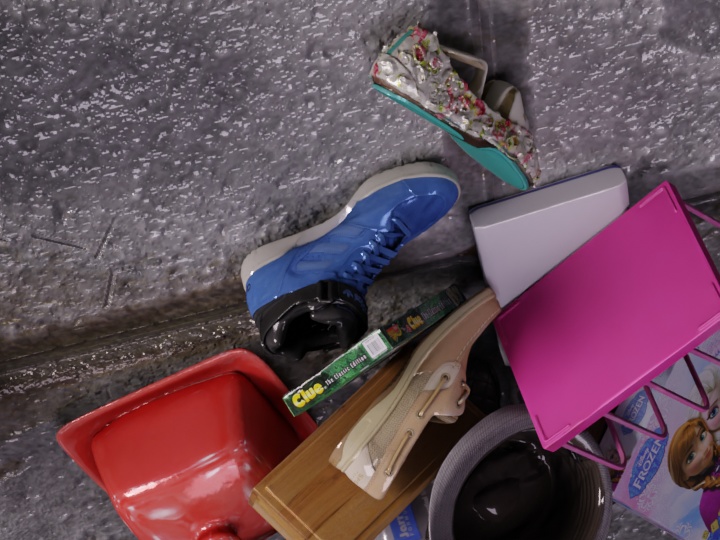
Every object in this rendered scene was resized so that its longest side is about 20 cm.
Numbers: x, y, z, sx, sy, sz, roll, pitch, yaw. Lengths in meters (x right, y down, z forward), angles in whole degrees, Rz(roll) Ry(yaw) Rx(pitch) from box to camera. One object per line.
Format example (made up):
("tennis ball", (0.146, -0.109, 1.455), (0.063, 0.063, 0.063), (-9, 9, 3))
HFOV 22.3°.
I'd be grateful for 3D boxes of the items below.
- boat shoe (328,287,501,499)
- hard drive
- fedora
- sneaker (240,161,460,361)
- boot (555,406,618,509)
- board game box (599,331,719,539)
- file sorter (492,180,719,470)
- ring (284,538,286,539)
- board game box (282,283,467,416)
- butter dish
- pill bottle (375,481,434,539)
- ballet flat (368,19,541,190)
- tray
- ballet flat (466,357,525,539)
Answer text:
("boat shoe", (0.059, 0.103, 1.535), (0.200, 0.064, 0.071), (-49, 174, -6))
("hard drive", (0.172, -0.001, 1.572), (0.131, 0.025, 0.200), (-17, 140, 0))
("fedora", (0.122, 0.209, 1.578), (0.200, 0.090, 0.177), (-46, 107, -23))
("sneaker", (0.001, 0.001, 1.448), (0.199, 0.111, 0.077), (-27, 139, 12))
("boot", (0.238, 0.200, 1.704), (0.166, 0.201, 0.072), (13, 164, -33))
("board game box", (0.314, 0.145, 1.689), (0.199, 0.041, 0.201), (31, 82, -42))
("file sorter", (0.241, 0.055, 1.534), (0.200, 0.139, 0.125), (-40, 138, 26))
("ring", (-0.109, 0.254, 1.659), (0.200, 0.200, 0.019), (-22, 104, 7))
("board game box", (0.016, 0.063, 1.503), (0.105, 0.024, 0.200), (-34, 177, 22))
("butter dish", (-0.135, 0.192, 1.596), (0.199, 0.148, 0.200), (-24, 140, 9))
("pill bottle", (0.074, 0.244, 1.753), (0.199, 0.114, 0.114), (-20, 140, 4))
("ballet flat", (0.086, -0.124, 1.374), (0.200, 0.076, 0.064), (31, 88, -47))
("tray", (0.009, 0.162, 1.566), (0.200, 0.099, 0.037), (-41, 166, -30))
("ballet flat", (0.108, 0.177, 1.655), (0.057, 0.201, 0.066), (-14, -176, -31))
